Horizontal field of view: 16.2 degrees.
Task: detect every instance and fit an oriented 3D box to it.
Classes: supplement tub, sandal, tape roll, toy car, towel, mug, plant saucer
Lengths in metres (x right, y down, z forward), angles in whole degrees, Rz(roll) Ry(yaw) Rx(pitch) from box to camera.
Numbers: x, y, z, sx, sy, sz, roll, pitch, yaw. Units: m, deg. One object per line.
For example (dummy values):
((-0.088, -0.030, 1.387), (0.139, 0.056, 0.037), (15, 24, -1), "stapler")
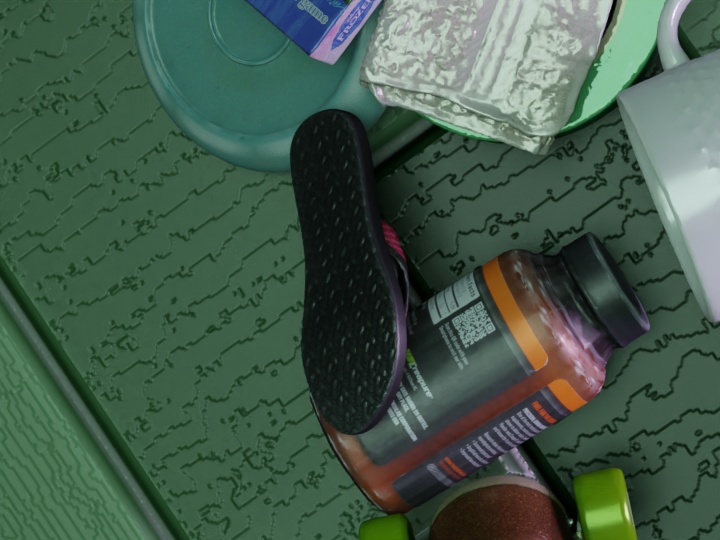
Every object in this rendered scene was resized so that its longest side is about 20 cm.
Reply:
((0.075, 0.058, 1.546), (0.199, 0.107, 0.107), (-32, 86, 10), "supplement tub")
((0.000, 0.000, 1.519), (0.075, 0.045, 0.201), (-20, 67, 34), "sandal")
((0.094, -0.179, 1.565), (0.199, 0.048, 0.202), (0, 91, 11), "tape roll")
((0.095, 0.233, 1.483), (0.163, 0.200, 0.158), (-13, 124, 6), "toy car")
((0.087, -0.179, 1.513), (0.132, 0.034, 0.201), (18, 93, -2), "towel")
((0.249, -0.094, 1.493), (0.175, 0.148, 0.201), (-23, 80, 4), "mug")
((-0.063, -0.160, 1.575), (0.199, 0.027, 0.201), (4, 100, 27), "plant saucer")

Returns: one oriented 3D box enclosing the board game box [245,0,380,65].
((-0.033, -0.262, 1.505), (0.200, 0.041, 0.200), (41, 100, 17), "board game box")
